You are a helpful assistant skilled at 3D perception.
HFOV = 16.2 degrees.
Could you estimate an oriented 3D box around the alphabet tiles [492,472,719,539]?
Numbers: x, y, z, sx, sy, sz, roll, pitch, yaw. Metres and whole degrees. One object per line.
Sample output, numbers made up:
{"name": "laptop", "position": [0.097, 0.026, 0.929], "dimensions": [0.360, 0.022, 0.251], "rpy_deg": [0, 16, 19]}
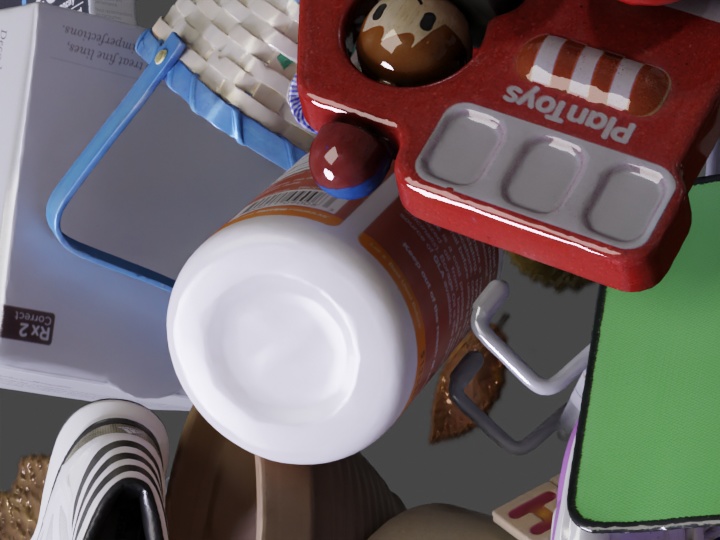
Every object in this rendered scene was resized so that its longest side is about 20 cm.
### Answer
{"name": "alphabet tiles", "position": [0.154, 0.125, 1.057], "dimensions": [0.200, 0.167, 0.008], "rpy_deg": [34, 141, 46]}

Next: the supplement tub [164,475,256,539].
{"name": "supplement tub", "position": [-0.081, 0.189, 1.348], "dimensions": [0.123, 0.122, 0.200], "rpy_deg": [50, 119, 44]}

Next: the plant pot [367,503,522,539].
{"name": "plant pot", "position": [0.107, 0.202, 1.095], "dimensions": [0.200, 0.187, 0.187], "rpy_deg": [2, 82, 37]}

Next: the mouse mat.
{"name": "mouse mat", "position": [0.178, 0.024, 0.971], "dimensions": [0.200, 0.008, 0.161], "rpy_deg": [-7, 56, 31]}

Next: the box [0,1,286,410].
{"name": "box", "position": [-0.146, -0.029, 1.419], "dimensions": [0.131, 0.199, 0.200], "rpy_deg": [-2, 79, 50]}

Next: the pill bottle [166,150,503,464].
{"name": "pill bottle", "position": [0.000, 0.000, 1.143], "dimensions": [0.112, 0.200, 0.112], "rpy_deg": [7, 112, 18]}

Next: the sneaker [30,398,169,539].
{"name": "sneaker", "position": [-0.138, 0.172, 1.227], "dimensions": [0.115, 0.076, 0.201], "rpy_deg": [-105, 27, -67]}

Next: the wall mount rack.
{"name": "wall mount rack", "position": [0.119, -0.002, 1.133], "dimensions": [0.174, 0.200, 0.075], "rpy_deg": [-42, 79, -14]}

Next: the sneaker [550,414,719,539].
{"name": "sneaker", "position": [0.153, 0.072, 1.058], "dimensions": [0.100, 0.200, 0.075], "rpy_deg": [19, 136, 34]}

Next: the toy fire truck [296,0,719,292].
{"name": "toy fire truck", "position": [0.060, -0.088, 1.036], "dimensions": [0.200, 0.112, 0.168], "rpy_deg": [20, 61, 21]}

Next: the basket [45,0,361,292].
{"name": "basket", "position": [-0.049, -0.068, 1.332], "dimensions": [0.200, 0.176, 0.139], "rpy_deg": [-56, 35, 13]}

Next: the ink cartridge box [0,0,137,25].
{"name": "ink cartridge box", "position": [-0.215, -0.138, 1.654], "dimensions": [0.198, 0.043, 0.200], "rpy_deg": [-26, 61, 45]}

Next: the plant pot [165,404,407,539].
{"name": "plant pot", "position": [-0.032, 0.150, 1.185], "dimensions": [0.201, 0.093, 0.201], "rpy_deg": [-172, 90, -74]}
